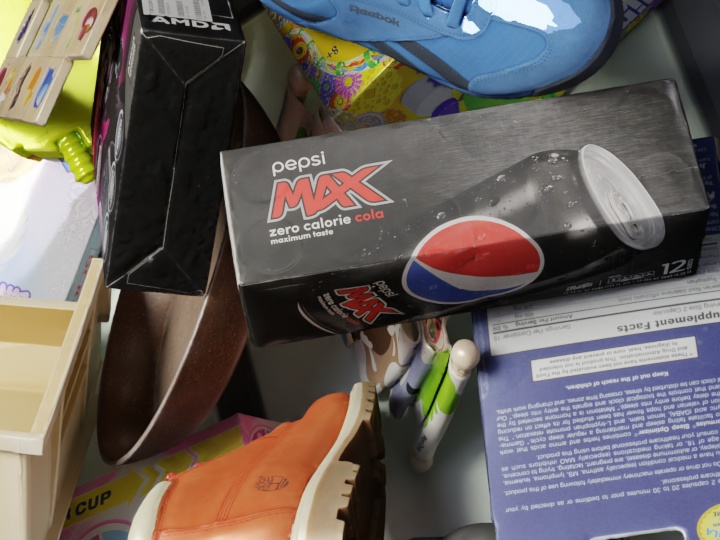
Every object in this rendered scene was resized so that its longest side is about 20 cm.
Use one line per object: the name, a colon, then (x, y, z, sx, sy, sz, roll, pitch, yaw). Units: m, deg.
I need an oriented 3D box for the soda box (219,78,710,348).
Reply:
soda box: (0.044, -0.024, 0.877, 0.199, 0.063, 0.071, -10, 63, -1)

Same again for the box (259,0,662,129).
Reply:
box: (0.049, -0.188, 0.997, 0.200, 0.122, 0.193, -44, 56, 19)

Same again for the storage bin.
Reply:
storage bin: (-0.237, 0.057, 1.026, 0.199, 0.199, 0.094, 5, 120, 1)

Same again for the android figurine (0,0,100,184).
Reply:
android figurine: (-0.172, -0.145, 1.119, 0.182, 0.041, 0.200, -27, 82, 2)

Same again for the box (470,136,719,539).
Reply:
box: (0.111, 0.043, 0.899, 0.121, 0.032, 0.200, -9, 62, 10)

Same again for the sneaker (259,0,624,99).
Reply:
sneaker: (0.016, -0.124, 0.878, 0.200, 0.078, 0.066, 21, 89, 36)

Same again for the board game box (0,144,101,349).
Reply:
board game box: (-0.234, -0.062, 1.159, 0.199, 0.041, 0.200, 20, 89, 6)

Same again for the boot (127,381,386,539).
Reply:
boot: (-0.042, 0.100, 0.928, 0.107, 0.200, 0.075, -3, 102, 10)

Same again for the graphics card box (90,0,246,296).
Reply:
graphics card box: (-0.095, -0.086, 0.966, 0.200, 0.051, 0.126, -110, 29, -62)

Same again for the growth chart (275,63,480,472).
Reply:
growth chart: (0.000, 0.000, 0.986, 0.200, 0.018, 0.145, 61, 158, 28)

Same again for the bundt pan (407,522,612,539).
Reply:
bundt pan: (0.053, 0.204, 0.905, 0.201, 0.076, 0.202, -11, 71, 34)

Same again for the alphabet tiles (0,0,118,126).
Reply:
alphabet tiles: (-0.134, -0.149, 1.004, 0.168, 0.008, 0.200, -65, 20, -3)

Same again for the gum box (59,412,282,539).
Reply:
gum box: (-0.108, 0.164, 1.042, 0.200, 0.066, 0.114, -26, 63, 29)

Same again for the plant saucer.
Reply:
plant saucer: (-0.081, 0.004, 1.010, 0.200, 0.034, 0.201, -162, 90, -72)
